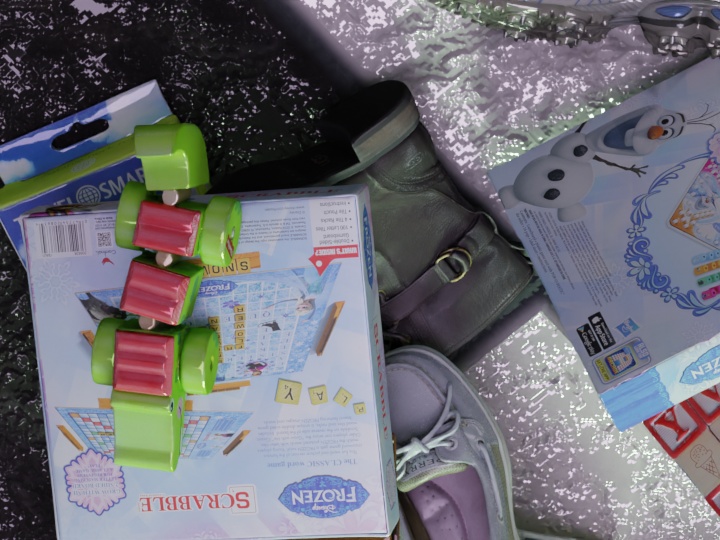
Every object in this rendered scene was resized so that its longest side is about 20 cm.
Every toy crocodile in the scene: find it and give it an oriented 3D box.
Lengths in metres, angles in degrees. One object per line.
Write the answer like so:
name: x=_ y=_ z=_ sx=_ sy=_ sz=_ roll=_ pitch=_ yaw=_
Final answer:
toy crocodile: x=-0.111 y=0.015 z=1.530 sx=0.067 sy=0.062 sz=0.200 roll=11 pitch=102 yaw=9

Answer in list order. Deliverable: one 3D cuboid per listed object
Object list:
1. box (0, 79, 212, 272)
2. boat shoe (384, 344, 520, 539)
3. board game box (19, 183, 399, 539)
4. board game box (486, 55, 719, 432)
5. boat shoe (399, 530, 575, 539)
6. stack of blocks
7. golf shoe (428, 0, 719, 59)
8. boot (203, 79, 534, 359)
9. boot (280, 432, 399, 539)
box: x=-0.135 y=-0.002 z=1.692 sx=0.122 sy=0.048 sz=0.200 roll=-22 pitch=112 yaw=8
boat shoe: x=0.053 y=0.142 z=1.650 sx=0.074 sy=0.065 sz=0.202 roll=-17 pitch=87 yaw=17
board game box: x=-0.085 y=0.056 z=1.587 sx=0.200 sy=0.041 sz=0.200 roll=-3 pitch=100 yaw=11
board game box: x=0.197 y=-0.029 z=1.591 sx=0.199 sy=0.200 sz=0.043 roll=-28 pitch=135 yaw=5
boat shoe: x=0.065 y=0.189 z=1.761 sx=0.202 sy=0.065 sz=0.075 roll=8 pitch=126 yaw=2
stack of blocks: x=0.243 y=0.095 z=1.655 sx=0.059 sy=0.200 sz=0.115 roll=-46 pitch=67 yaw=18
golf shoe: x=0.139 y=-0.179 z=1.620 sx=0.200 sy=0.078 sz=0.097 roll=5 pitch=87 yaw=-2
boot: x=0.000 y=0.000 z=1.664 sx=0.200 sy=0.069 sz=0.174 roll=-34 pitch=119 yaw=-3
boot: x=-0.078 y=0.106 z=1.634 sx=0.200 sy=0.068 sz=0.189 roll=0 pitch=99 yaw=22
